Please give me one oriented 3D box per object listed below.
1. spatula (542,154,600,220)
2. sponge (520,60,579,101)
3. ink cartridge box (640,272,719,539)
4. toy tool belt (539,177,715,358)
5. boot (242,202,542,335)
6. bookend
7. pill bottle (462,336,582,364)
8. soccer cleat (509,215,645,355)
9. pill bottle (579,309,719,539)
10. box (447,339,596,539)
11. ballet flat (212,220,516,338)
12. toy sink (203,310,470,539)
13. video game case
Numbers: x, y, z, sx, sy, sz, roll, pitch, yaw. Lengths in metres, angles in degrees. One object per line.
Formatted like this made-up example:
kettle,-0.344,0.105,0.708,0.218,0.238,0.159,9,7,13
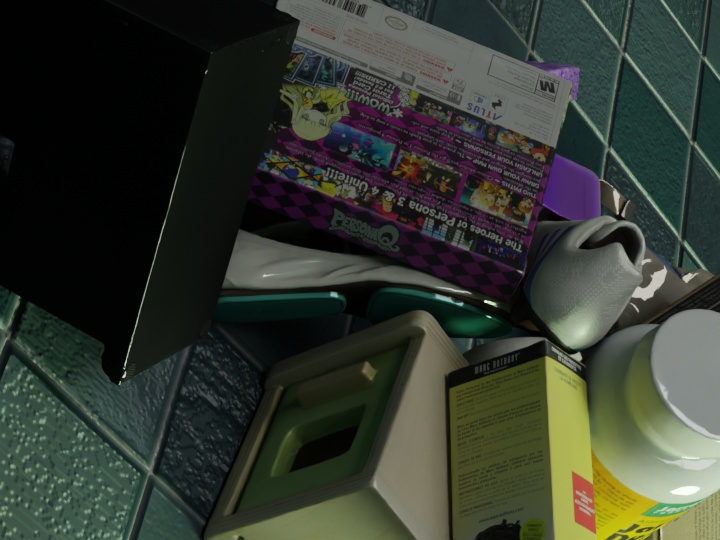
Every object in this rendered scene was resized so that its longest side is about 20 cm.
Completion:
spatula,0.083,-0.074,1.539,0.200,0.021,0.057,13,52,-14
sponge,0.069,-0.130,1.532,0.200,0.111,0.030,-16,111,-62
ink cartridge box,0.244,0.122,1.574,0.165,0.075,0.200,-29,130,-30
toy tool belt,0.178,0.022,1.648,0.200,0.123,0.125,39,65,-24
boot,0.031,-0.009,1.411,0.186,0.064,0.200,34,19,24
bookend,-0.160,-0.078,1.173,0.092,0.198,0.200,-30,142,-57
pill bottle,0.113,0.154,1.456,0.109,0.109,0.200,27,51,-47
soccer cleat,0.141,-0.001,1.341,0.070,0.086,0.200,48,12,-8
pill bottle,0.166,0.100,1.320,0.113,0.200,0.113,10,61,-19
box,0.093,0.145,1.226,0.050,0.075,0.200,32,47,-44
ballet flat,0.000,0.000,1.317,0.199,0.069,0.070,4,61,-7
toy sink,0.008,0.108,1.309,0.112,0.130,0.200,52,37,-24
video game case,0.021,-0.087,1.334,0.200,0.036,0.182,21,47,-4
